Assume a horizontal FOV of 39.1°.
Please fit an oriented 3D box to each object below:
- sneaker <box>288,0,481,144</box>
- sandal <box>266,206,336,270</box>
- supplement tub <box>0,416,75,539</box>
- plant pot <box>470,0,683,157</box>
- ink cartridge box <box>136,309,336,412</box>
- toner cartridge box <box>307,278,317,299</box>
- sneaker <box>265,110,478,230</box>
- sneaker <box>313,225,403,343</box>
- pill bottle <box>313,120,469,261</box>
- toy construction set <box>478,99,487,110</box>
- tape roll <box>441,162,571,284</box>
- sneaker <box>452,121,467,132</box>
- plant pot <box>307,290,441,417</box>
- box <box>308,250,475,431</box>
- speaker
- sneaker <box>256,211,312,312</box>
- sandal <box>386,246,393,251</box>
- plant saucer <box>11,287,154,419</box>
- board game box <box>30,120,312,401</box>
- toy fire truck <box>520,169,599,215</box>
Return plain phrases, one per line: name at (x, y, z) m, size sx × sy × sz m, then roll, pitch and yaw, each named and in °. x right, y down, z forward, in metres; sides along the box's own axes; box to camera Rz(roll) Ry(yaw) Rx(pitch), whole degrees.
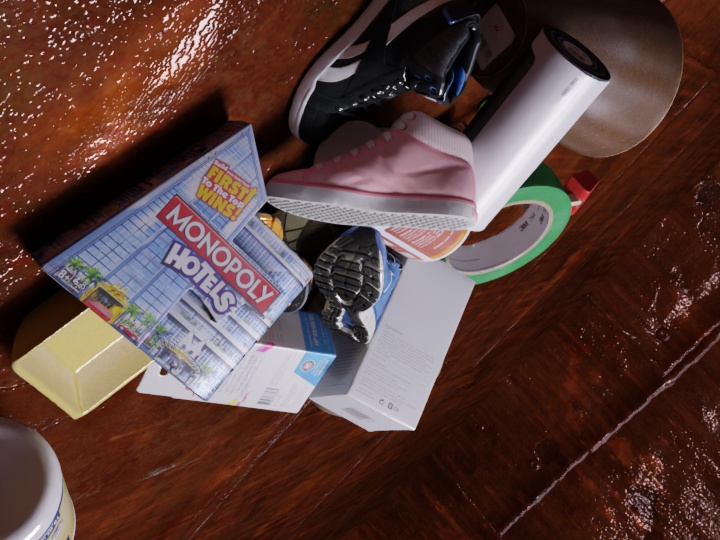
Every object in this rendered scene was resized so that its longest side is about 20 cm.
sneaker at (0.025, -0.166, 0.908) m, size 0.200 × 0.112 × 0.073 m, roll -50°, pitch 160°, yaw 22°
sandal at (-0.056, -0.044, 1.103) m, size 0.082 × 0.055 × 0.200 m, roll -2°, pitch 164°, yaw 10°
supplement tub at (-0.360, 0.243, 1.004) m, size 0.144 × 0.144 × 0.200 m, roll -34°, pitch 161°, yaw -24°
plant pot at (0.203, -0.227, 1.068) m, size 0.200 × 0.187 × 0.187 m, roll 6°, pitch 133°, yaw -41°
ink cartridge box at (-0.144, 0.093, 1.153) m, size 0.200 × 0.068 × 0.115 m, roll 11°, pitch 132°, yaw -27°
toner cartridge box at (-0.135, 0.072, 1.246) m, size 0.095 × 0.043 × 0.200 m, roll -17°, pitch 150°, yaw -49°
sneaker at (0.013, -0.098, 0.955) m, size 0.200 × 0.105 × 0.075 m, roll 4°, pitch 170°, yaw 0°
sneaker at (0.000, 0.000, 1.100) m, size 0.200 × 0.079 × 0.089 m, roll 98°, pitch 17°, yaw -63°
pill bottle at (0.037, -0.086, 1.094) m, size 0.112 × 0.112 × 0.200 m, roll -45°, pitch 149°, yaw 11°
toy construction set at (0.227, -0.207, 1.299) m, size 0.200 × 0.092 × 0.131 m, roll -2°, pitch 138°, yaw -48°
tape roll at (0.167, -0.057, 1.286) m, size 0.200 × 0.048 × 0.200 m, roll -18°, pitch 149°, yaw -11°
sneaker at (0.080, -0.108, 1.267) m, size 0.093 × 0.070 × 0.200 m, roll -16°, pitch 157°, yaw -18°
plant pot at (0.000, 0.081, 1.371) m, size 0.200 × 0.200 × 0.135 m, roll -35°, pitch 127°, yaw -22°
box at (0.037, 0.085, 1.231) m, size 0.124 × 0.097 × 0.200 m, roll -19°, pitch -137°, yaw 65°
speaker at (0.147, -0.132, 0.983) m, size 0.081 × 0.081 × 0.200 m, roll -16°, pitch 150°, yaw -54°
sneaker at (-0.103, 0.010, 1.062) m, size 0.078 × 0.077 × 0.200 m, roll -3°, pitch 158°, yaw 13°
sandal at (0.045, -0.042, 1.338) m, size 0.200 × 0.079 × 0.087 m, roll 43°, pitch 59°, yaw -66°
plant saucer at (-0.229, 0.041, 0.967) m, size 0.200 × 0.048 × 0.200 m, roll -38°, pitch 163°, yaw -12°
board game box at (-0.132, -0.019, 0.863) m, size 0.200 × 0.200 × 0.062 m, roll -50°, pitch -153°, yaw -9°
toy fire truck at (0.219, -0.122, 1.377) m, size 0.200 × 0.141 × 0.049 m, roll -26°, pitch 156°, yaw -42°
